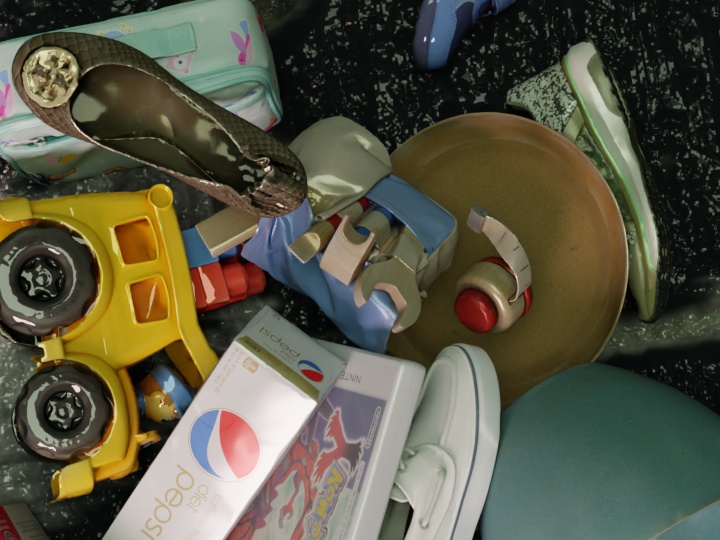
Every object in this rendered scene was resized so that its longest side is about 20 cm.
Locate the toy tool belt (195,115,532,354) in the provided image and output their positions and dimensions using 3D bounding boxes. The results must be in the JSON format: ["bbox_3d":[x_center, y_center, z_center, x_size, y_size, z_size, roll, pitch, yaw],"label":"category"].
[{"bbox_3d":[0.000,0.000,1.198,0.200,0.125,0.123,35,52,17],"label":"toy tool belt"}]

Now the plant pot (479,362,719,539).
[{"bbox_3d":[0.153,0.140,1.188,0.199,0.200,0.135,-32,66,-2],"label":"plant pot"}]

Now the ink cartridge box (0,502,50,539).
[{"bbox_3d":[-0.233,0.274,1.198,0.144,0.145,0.200,-37,83,-2],"label":"ink cartridge box"}]

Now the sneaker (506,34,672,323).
[{"bbox_3d":[0.156,-0.055,1.267,0.088,0.077,0.201,-20,79,17],"label":"sneaker"}]

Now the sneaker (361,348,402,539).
[{"bbox_3d":[0.006,0.152,1.223,0.067,0.090,0.202,-14,83,34],"label":"sneaker"}]

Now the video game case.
[{"bbox_3d":[-0.036,0.145,1.194,0.023,0.182,0.201,18,85,-27],"label":"video game case"}]

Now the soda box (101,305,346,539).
[{"bbox_3d":[-0.092,0.123,1.191,0.068,0.064,0.200,36,116,3],"label":"soda box"}]

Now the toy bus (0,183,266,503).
[{"bbox_3d":[-0.151,0.040,1.241,0.191,0.136,0.201,-11,86,-15],"label":"toy bus"}]

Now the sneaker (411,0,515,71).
[{"bbox_3d":[0.103,-0.219,1.277,0.082,0.074,0.201,31,87,3],"label":"sneaker"}]

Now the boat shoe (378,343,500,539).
[{"bbox_3d":[0.036,0.139,1.162,0.065,0.073,0.201,19,73,-29],"label":"boat shoe"}]

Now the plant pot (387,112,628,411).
[{"bbox_3d":[0.088,-0.005,1.248,0.199,0.027,0.202,0,91,24],"label":"plant pot"}]

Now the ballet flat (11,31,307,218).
[{"bbox_3d":[-0.123,-0.088,1.134,0.199,0.046,0.068,28,100,-5],"label":"ballet flat"}]

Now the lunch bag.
[{"bbox_3d":[-0.155,-0.118,1.230,0.199,0.160,0.078,-14,83,0],"label":"lunch bag"}]
